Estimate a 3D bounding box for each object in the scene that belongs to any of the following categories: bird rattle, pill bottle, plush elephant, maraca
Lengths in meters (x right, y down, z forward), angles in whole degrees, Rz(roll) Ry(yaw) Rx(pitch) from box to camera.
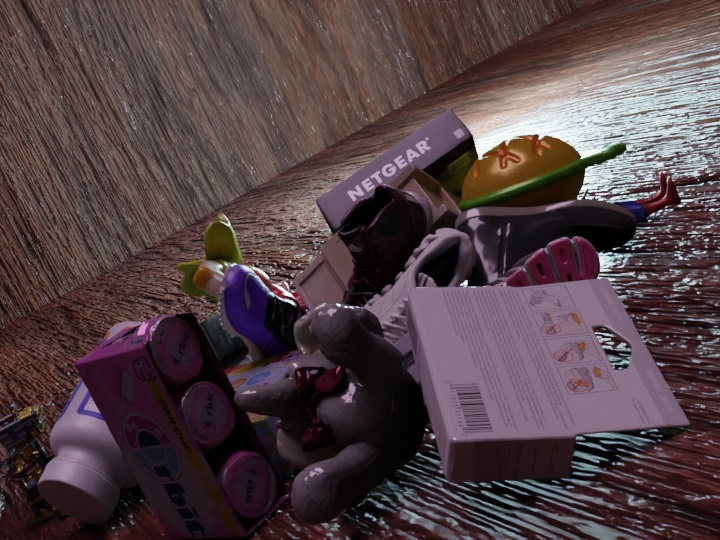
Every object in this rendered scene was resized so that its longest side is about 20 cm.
[{"bbox_3d":[-0.131,0.033,1.317,0.113,0.199,0.163,-54,-1,9],"label":"bird rattle"},{"bbox_3d":[-0.265,0.165,1.178,0.111,0.112,0.201,-15,39,39],"label":"pill bottle"},{"bbox_3d":[-0.029,0.111,0.926,0.153,0.167,0.199,2,-2,36],"label":"plush elephant"},{"bbox_3d":[0.205,-0.107,1.242,0.198,0.108,0.137,-21,9,-6],"label":"maraca"}]

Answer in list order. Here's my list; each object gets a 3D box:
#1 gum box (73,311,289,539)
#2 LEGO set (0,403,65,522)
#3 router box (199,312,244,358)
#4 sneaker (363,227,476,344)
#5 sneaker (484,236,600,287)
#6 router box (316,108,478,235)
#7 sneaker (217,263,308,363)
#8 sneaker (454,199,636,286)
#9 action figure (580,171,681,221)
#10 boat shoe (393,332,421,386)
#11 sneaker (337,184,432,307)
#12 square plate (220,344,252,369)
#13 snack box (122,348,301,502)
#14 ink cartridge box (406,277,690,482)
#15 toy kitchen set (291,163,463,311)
[{"bbox_3d":[-0.161,0.136,0.968,0.113,0.202,0.066,-15,16,43],"label":"gum box"},{"bbox_3d":[-0.358,0.199,1.289,0.152,0.117,0.200,-27,13,-3],"label":"LEGO set"},{"bbox_3d":[-0.221,0.104,1.446,0.199,0.053,0.157,-28,2,31],"label":"router box"},{"bbox_3d":[0.047,0.040,1.093,0.201,0.075,0.081,-56,2,-5],"label":"sneaker"},{"bbox_3d":[0.146,0.037,1.062,0.199,0.074,0.087,-36,-9,11],"label":"sneaker"},{"bbox_3d":[0.057,-0.086,1.344,0.199,0.052,0.158,-35,-29,-2],"label":"router box"},{"bbox_3d":[-0.083,0.059,1.191,0.098,0.201,0.070,-2,53,20],"label":"sneaker"},{"bbox_3d":[0.203,-0.010,1.169,0.197,0.075,0.107,-4,59,1],"label":"sneaker"},{"bbox_3d":[0.264,-0.058,1.256,0.198,0.052,0.066,-27,15,8],"label":"action figure"},{"bbox_3d":[0.050,0.095,1.023,0.200,0.072,0.065,-42,-37,22],"label":"boat shoe"},{"bbox_3d":[0.000,0.000,1.148,0.075,0.203,0.115,17,-3,32],"label":"sneaker"},{"bbox_3d":[-0.158,0.135,1.359,0.198,0.029,0.198,-29,14,-13],"label":"square plate"},{"bbox_3d":[-0.118,0.153,1.120,0.198,0.068,0.169,-19,15,34],"label":"snack box"},{"bbox_3d":[0.135,0.079,0.848,0.173,0.045,0.201,-2,31,-6],"label":"ink cartridge box"},{"bbox_3d":[0.068,0.023,1.276,0.200,0.164,0.180,-43,-30,14],"label":"toy kitchen set"}]
